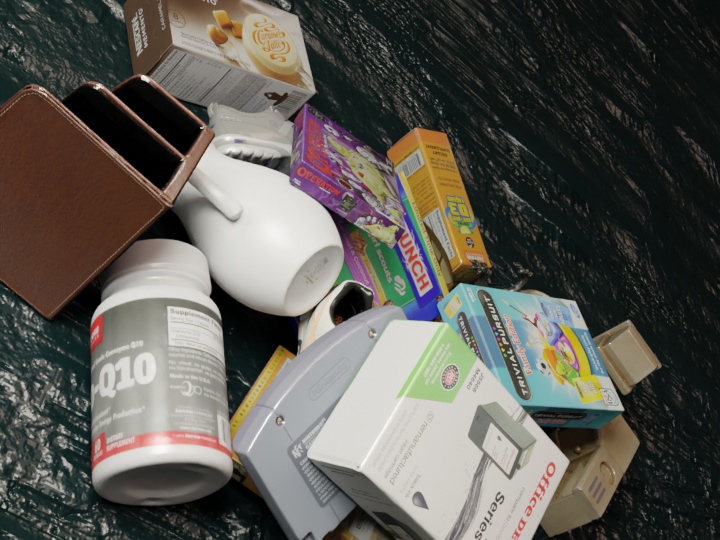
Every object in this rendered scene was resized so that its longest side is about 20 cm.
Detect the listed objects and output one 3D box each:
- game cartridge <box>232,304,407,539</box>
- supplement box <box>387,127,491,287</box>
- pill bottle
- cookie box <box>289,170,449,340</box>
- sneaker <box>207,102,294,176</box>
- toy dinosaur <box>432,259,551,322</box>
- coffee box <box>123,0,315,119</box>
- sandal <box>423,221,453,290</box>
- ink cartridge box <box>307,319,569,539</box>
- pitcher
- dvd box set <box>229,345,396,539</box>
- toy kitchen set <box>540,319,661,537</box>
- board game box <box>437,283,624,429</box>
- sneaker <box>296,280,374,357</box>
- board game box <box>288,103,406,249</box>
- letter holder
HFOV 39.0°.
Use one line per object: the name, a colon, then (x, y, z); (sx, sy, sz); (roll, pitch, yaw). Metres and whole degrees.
game cartridge: (-0.016, 0.127, 0.884); (0.200, 0.040, 0.135); (-41, 118, -30)
supplement box: (0.101, -0.080, 1.315); (0.066, 0.069, 0.203); (3, 63, -43)
pill bottle: (-0.170, 0.084, 0.859); (0.113, 0.113, 0.202); (17, 51, -39)
cookie box: (0.000, 0.000, 1.112); (0.199, 0.075, 0.173); (-27, 96, -52)
sneaker: (-0.080, -0.144, 1.117); (0.198, 0.074, 0.083); (6, 63, -43)
toy dinosaur: (0.165, 0.030, 1.241); (0.197, 0.089, 0.048); (-10, 41, -20)
coffee box: (-0.157, -0.249, 1.144); (0.198, 0.079, 0.116); (11, 55, -43)
sandal: (0.043, -0.047, 1.241); (0.200, 0.054, 0.080); (50, 22, 15)
ink cartridge box: (0.073, 0.162, 0.877); (0.200, 0.084, 0.146); (46, 64, -26)
pitcher: (-0.119, -0.055, 0.937); (0.199, 0.122, 0.172); (39, -1, 24)
dvd box set: (-0.030, 0.178, 0.964); (0.199, 0.029, 0.147); (34, 41, -3)
toy kitchen set: (0.264, 0.167, 1.232); (0.201, 0.163, 0.180); (54, 37, -1)
board game box: (0.194, 0.099, 1.152); (0.198, 0.047, 0.152); (9, 50, -39)
sneaker: (-0.031, 0.097, 0.936); (0.073, 0.080, 0.203); (17, 61, -20)
board game box: (-0.014, -0.099, 1.014); (0.119, 0.032, 0.201); (28, 20, -14)
letter holder: (-0.241, -0.077, 0.828); (0.142, 0.199, 0.101); (40, 40, -18)
